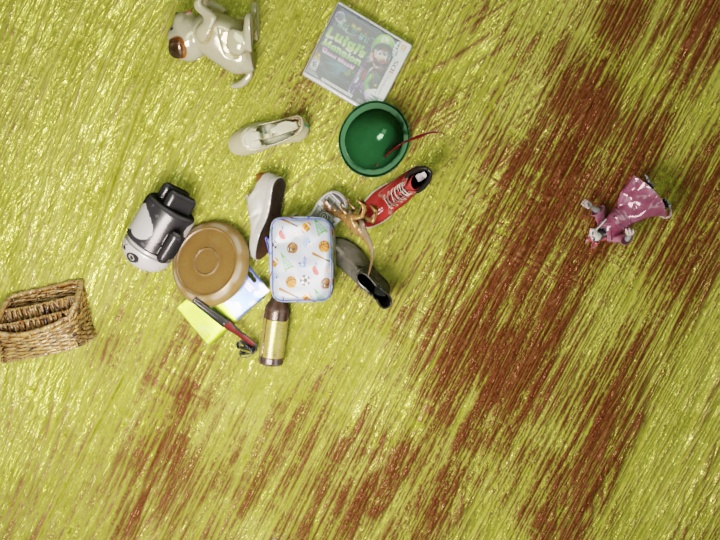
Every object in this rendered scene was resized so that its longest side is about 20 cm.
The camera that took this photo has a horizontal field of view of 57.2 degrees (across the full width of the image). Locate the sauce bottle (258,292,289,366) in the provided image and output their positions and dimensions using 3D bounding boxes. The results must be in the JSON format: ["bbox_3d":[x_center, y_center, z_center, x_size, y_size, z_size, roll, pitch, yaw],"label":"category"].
[{"bbox_3d":[-0.199,0.122,1.559,0.063,0.065,0.205,9,97,-1],"label":"sauce bottle"}]

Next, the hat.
[{"bbox_3d":[0.046,-0.289,1.449,0.165,0.176,0.200,43,98,-14],"label":"hat"}]

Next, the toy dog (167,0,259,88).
[{"bbox_3d":[-0.330,-0.518,1.473,0.195,0.141,0.197,5,132,-2],"label":"toy dog"}]

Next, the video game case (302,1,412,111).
[{"bbox_3d":[-0.007,-0.483,1.518,0.197,0.023,0.184,29,95,-3],"label":"video game case"}]

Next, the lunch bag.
[{"bbox_3d":[-0.135,-0.029,1.493,0.156,0.076,0.205,0,93,4],"label":"lunch bag"}]

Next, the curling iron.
[{"bbox_3d":[-0.315,0.134,1.532,0.049,0.026,0.200,-42,115,2],"label":"curling iron"}]

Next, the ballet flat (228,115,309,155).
[{"bbox_3d":[-0.214,-0.313,1.514,0.195,0.069,0.071,-15,96,2],"label":"ballet flat"}]

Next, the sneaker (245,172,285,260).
[{"bbox_3d":[-0.233,-0.130,1.543,0.083,0.072,0.204,22,103,28],"label":"sneaker"}]

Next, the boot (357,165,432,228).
[{"bbox_3d":[0.075,-0.167,1.491,0.199,0.144,0.073,-38,97,5],"label":"boot"}]

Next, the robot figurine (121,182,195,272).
[{"bbox_3d":[-0.458,-0.095,1.499,0.123,0.150,0.202,32,99,-8],"label":"robot figurine"}]

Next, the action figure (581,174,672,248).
[{"bbox_3d":[0.604,-0.127,1.535,0.200,0.148,0.135,-43,64,22],"label":"action figure"}]

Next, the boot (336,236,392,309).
[{"bbox_3d":[0.000,0.000,1.514,0.199,0.131,0.068,42,95,-4],"label":"boot"}]

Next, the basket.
[{"bbox_3d":[-0.737,0.116,1.519,0.195,0.143,0.153,-10,97,1],"label":"basket"}]

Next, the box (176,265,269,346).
[{"bbox_3d":[-0.321,0.066,1.562,0.199,0.048,0.122,-41,95,4],"label":"box"}]

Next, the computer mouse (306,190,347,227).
[{"bbox_3d":[-0.102,-0.099,1.549,0.110,0.044,0.200,44,99,3],"label":"computer mouse"}]

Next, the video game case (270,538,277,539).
[{"bbox_3d":[-0.234,0.789,1.651,0.141,0.018,0.204,-23,95,3],"label":"video game case"}]

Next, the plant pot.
[{"bbox_3d":[-0.353,-0.019,1.529,0.195,0.027,0.205,-3,78,13],"label":"plant pot"}]

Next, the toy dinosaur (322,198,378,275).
[{"bbox_3d":[-0.002,-0.099,1.484,0.201,0.060,0.107,48,117,19],"label":"toy dinosaur"}]
